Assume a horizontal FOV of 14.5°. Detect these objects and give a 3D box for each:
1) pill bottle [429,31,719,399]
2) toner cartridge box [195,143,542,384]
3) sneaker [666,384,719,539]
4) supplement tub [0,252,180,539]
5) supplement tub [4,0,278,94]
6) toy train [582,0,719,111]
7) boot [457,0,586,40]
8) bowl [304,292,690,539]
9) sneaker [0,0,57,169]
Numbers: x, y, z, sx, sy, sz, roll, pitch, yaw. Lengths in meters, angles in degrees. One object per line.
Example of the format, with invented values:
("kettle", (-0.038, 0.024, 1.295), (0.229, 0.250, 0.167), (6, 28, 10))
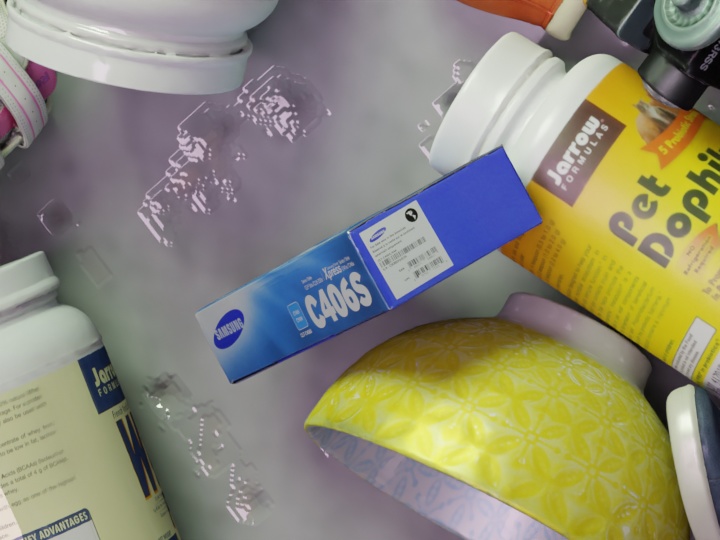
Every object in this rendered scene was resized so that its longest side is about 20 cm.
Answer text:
("pill bottle", (0.135, -0.029, 1.354), (0.199, 0.109, 0.110), (34, 111, 11))
("toner cartridge box", (0.000, 0.000, 1.362), (0.043, 0.095, 0.200), (62, 153, 0))
("sneaker", (0.214, 0.122, 1.354), (0.084, 0.075, 0.200), (-21, 125, 19))
("supplement tub", (-0.185, 0.106, 1.476), (0.144, 0.145, 0.201), (-20, 94, 23))
("supplement tub", (-0.099, -0.200, 1.386), (0.144, 0.145, 0.201), (16, 107, 16))
("toy train", (0.179, -0.172, 1.285), (0.201, 0.085, 0.114), (-55, 46, 15))
("boot", (0.105, -0.209, 1.356), (0.107, 0.075, 0.201), (28, 111, 0))
("bowl", (0.083, 0.076, 1.375), (0.199, 0.200, 0.108), (25, 80, 14))
("sneaker", (-0.203, -0.087, 1.448), (0.087, 0.081, 0.201), (2, 65, 10))
